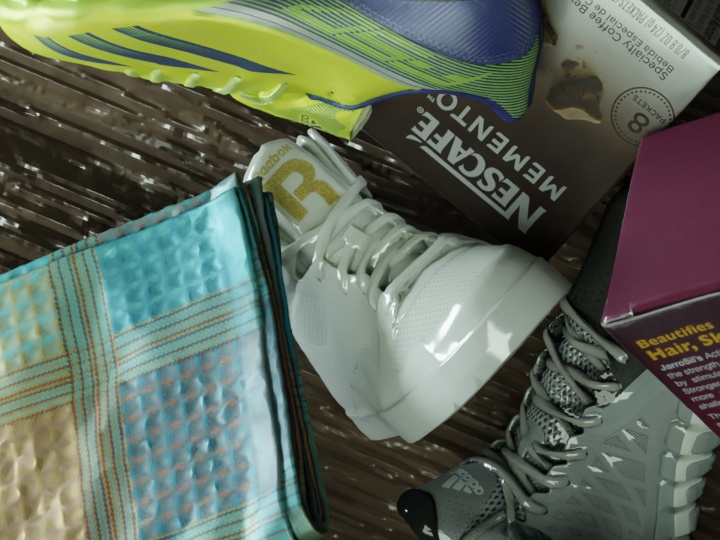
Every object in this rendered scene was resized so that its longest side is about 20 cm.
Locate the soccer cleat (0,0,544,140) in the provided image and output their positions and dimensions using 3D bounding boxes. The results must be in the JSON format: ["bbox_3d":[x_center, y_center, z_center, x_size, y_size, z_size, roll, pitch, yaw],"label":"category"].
[{"bbox_3d":[-0.034,-0.079,1.007,0.199,0.065,0.084,0,122,19],"label":"soccer cleat"}]

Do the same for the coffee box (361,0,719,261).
[{"bbox_3d":[0.030,-0.112,1.053,0.200,0.080,0.113,40,119,-4],"label":"coffee box"}]

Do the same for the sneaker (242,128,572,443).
[{"bbox_3d":[0.000,0.000,1.068,0.116,0.074,0.200,48,162,-4],"label":"sneaker"}]

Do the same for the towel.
[{"bbox_3d":[-0.111,0.063,1.064,0.199,0.022,0.147,-21,64,20],"label":"towel"}]

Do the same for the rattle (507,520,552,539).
[{"bbox_3d":[0.130,0.132,1.091,0.200,0.143,0.130,46,161,0],"label":"rattle"}]

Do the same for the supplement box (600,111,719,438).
[{"bbox_3d":[0.188,0.028,1.013,0.110,0.086,0.200,-16,135,37],"label":"supplement box"}]

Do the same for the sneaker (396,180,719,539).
[{"bbox_3d":[0.071,0.063,1.089,0.115,0.075,0.201,-11,124,-18],"label":"sneaker"}]
